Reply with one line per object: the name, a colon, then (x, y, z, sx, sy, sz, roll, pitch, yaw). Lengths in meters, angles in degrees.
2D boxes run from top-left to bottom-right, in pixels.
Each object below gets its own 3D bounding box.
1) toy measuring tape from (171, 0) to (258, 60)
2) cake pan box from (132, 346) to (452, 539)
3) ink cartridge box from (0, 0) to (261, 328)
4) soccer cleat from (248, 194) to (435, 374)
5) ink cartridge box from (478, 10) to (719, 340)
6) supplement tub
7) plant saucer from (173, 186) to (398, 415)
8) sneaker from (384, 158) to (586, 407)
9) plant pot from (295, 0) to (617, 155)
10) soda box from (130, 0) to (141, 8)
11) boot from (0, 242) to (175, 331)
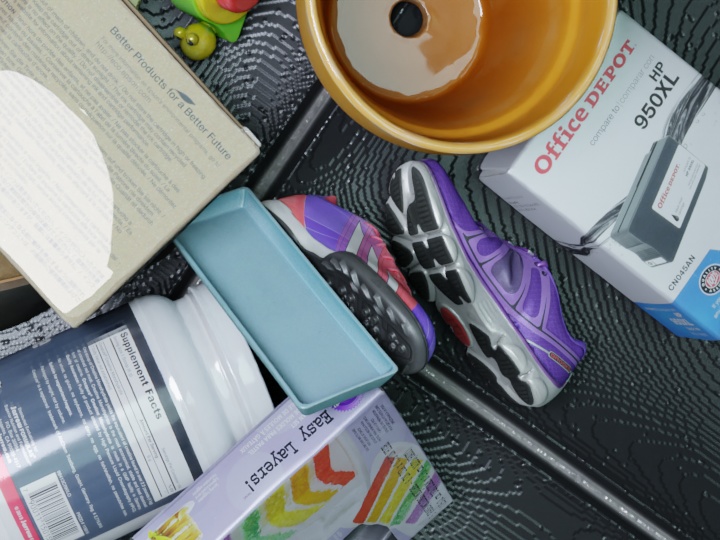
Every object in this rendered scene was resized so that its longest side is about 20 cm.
toy measuring tape: (-0.087, -0.239, 1.071, 0.073, 0.074, 0.202, 19, 101, -11)
cake pan box: (-0.038, 0.166, 1.061, 0.184, 0.200, 0.052, -39, 57, -7)
ink cartridge box: (-0.187, -0.091, 0.997, 0.165, 0.075, 0.200, -43, 94, -5)
soccer cleat: (0.000, 0.000, 1.054, 0.073, 0.200, 0.069, -19, 124, -27)
ink cartridge box: (0.207, -0.066, 1.139, 0.199, 0.084, 0.145, 36, 85, -9)
supplement tub: (-0.164, 0.102, 1.046, 0.199, 0.140, 0.141, -24, 96, -10)
plant saucer: (-0.056, 0.017, 1.011, 0.069, 0.200, 0.019, -20, 137, -24)
sneaker: (0.090, 0.001, 1.136, 0.083, 0.080, 0.201, -40, 106, -24)
plant pot: (0.046, -0.175, 1.055, 0.198, 0.183, 0.202, 0, 92, -11)
soda box: (-0.183, -0.179, 1.070, 0.064, 0.068, 0.201, 23, 87, -10)
boot: (-0.230, -0.011, 1.076, 0.199, 0.074, 0.076, -23, 77, -13)
